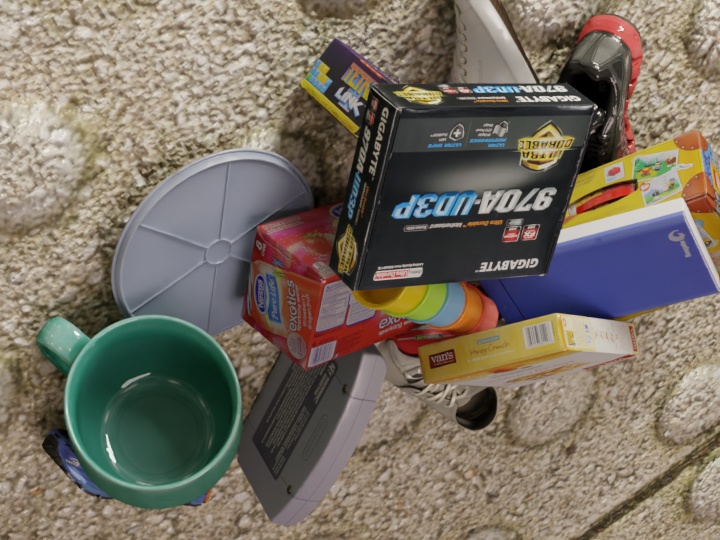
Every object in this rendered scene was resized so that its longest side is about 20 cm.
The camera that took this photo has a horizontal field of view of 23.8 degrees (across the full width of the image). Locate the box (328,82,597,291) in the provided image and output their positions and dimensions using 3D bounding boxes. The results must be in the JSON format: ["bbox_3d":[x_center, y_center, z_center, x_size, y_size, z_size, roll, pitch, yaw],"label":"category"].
[{"bbox_3d":[0.082,-0.069,1.366,0.199,0.046,0.160,-4,121,-33],"label":"box"}]

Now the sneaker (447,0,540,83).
[{"bbox_3d":[0.103,-0.184,1.510,0.084,0.073,0.201,-22,126,12],"label":"sneaker"}]

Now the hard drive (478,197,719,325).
[{"bbox_3d":[0.217,0.002,1.574,0.198,0.026,0.132,-15,142,19],"label":"hard drive"}]

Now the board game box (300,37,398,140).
[{"bbox_3d":[0.063,-0.103,1.477,0.057,0.165,0.199,-51,135,8],"label":"board game box"}]

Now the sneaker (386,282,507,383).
[{"bbox_3d":[0.105,0.033,1.682,0.199,0.085,0.077,-29,178,-33],"label":"sneaker"}]

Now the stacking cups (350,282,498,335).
[{"bbox_3d":[0.061,0.027,1.501,0.061,0.061,0.200,-48,150,8],"label":"stacking cups"}]

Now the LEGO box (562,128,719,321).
[{"bbox_3d":[0.260,-0.032,1.617,0.199,0.078,0.149,-20,140,26],"label":"LEGO box"}]

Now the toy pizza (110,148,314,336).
[{"bbox_3d":[-0.131,-0.025,1.504,0.199,0.032,0.201,-21,135,-22],"label":"toy pizza"}]

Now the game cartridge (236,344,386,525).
[{"bbox_3d":[-0.047,0.134,1.614,0.041,0.133,0.201,11,117,-39],"label":"game cartridge"}]

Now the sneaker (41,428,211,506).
[{"bbox_3d":[-0.209,0.163,1.584,0.199,0.075,0.079,13,107,-48],"label":"sneaker"}]

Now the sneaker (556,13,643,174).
[{"bbox_3d":[0.217,-0.135,1.604,0.098,0.070,0.202,-48,146,-44],"label":"sneaker"}]

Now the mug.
[{"bbox_3d":[-0.183,0.115,1.487,0.151,0.186,0.115,-19,162,-10],"label":"mug"}]

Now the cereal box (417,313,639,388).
[{"bbox_3d":[0.160,0.076,1.589,0.143,0.040,0.200,-16,168,27],"label":"cereal box"}]

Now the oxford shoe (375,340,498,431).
[{"bbox_3d":[0.078,0.107,1.731,0.075,0.058,0.200,-45,133,11],"label":"oxford shoe"}]

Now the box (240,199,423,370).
[{"bbox_3d":[0.000,0.000,1.538,0.199,0.095,0.100,-19,134,-40],"label":"box"}]
